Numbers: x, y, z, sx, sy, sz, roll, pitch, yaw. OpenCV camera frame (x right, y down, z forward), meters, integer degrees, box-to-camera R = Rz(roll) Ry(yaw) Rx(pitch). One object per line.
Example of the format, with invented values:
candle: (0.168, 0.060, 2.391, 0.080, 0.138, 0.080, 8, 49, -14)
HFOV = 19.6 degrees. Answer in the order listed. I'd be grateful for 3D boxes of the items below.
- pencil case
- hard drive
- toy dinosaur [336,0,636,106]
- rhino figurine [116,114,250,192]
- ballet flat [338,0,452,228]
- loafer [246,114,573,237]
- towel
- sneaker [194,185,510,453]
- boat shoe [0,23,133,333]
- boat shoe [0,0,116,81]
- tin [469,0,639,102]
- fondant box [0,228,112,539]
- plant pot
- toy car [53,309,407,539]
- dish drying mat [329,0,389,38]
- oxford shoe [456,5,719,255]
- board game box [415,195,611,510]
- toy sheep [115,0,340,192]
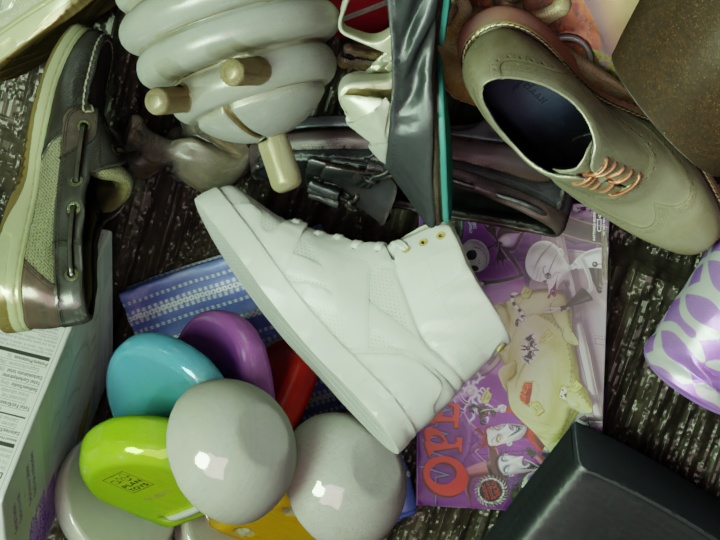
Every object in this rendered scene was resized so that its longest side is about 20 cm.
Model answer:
pencil case: (0.248, -0.002, 1.223, 0.085, 0.084, 0.201, 32, 106, 4)
hard drive: (0.178, 0.196, 1.293, 0.199, 0.042, 0.135, 33, 107, -13)
toy dinosaur: (0.089, -0.136, 1.201, 0.198, 0.058, 0.102, 10, 124, -3)
rhino figurine: (-0.081, -0.137, 1.250, 0.087, 0.060, 0.201, 16, 107, -18)
ballet flat: (0.021, -0.119, 1.143, 0.072, 0.073, 0.202, 5, 117, 8)
loafer: (0.030, -0.054, 1.230, 0.198, 0.072, 0.064, 1, 77, 0)
towel: (-0.058, 0.085, 1.327, 0.144, 0.024, 0.202, -17, 101, 12)
sneaker: (0.000, 0.000, 1.215, 0.115, 0.074, 0.200, -40, 68, -9)
boat shoe: (-0.163, -0.052, 1.208, 0.064, 0.073, 0.202, 6, 64, 7)
boat shoe: (-0.163, -0.192, 1.244, 0.199, 0.074, 0.067, -33, 85, 10)
tin: (0.114, -0.185, 1.221, 0.111, 0.042, 0.202, -6, 104, 15)
fondant box: (-0.202, 0.088, 1.237, 0.058, 0.201, 0.145, 14, 142, 5)
plant pot: (0.239, -0.152, 1.137, 0.200, 0.187, 0.187, -42, 95, 20)
toy car: (-0.077, 0.099, 1.244, 0.199, 0.151, 0.174, 18, 150, -35)
dish drying mat: (0.034, -0.196, 1.173, 0.200, 0.076, 0.018, -45, 52, 44)
oxford shoe: (0.130, -0.062, 1.170, 0.199, 0.074, 0.071, 35, 120, -19)
board game box: (0.095, 0.052, 1.293, 0.119, 0.032, 0.202, 3, 105, 12)
toy sheep: (-0.074, -0.140, 1.150, 0.137, 0.138, 0.202, -13, 90, 12)
